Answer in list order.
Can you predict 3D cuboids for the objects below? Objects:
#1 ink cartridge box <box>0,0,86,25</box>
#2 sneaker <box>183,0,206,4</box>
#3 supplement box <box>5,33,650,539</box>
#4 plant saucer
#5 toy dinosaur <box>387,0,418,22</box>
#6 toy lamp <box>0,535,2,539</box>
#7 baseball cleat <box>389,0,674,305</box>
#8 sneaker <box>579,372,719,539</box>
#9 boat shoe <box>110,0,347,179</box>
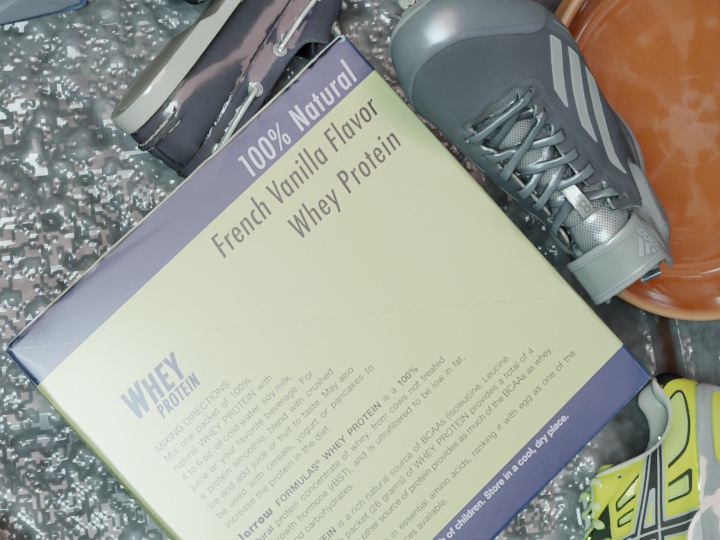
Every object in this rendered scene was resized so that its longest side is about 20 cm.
[{"bbox_3d":[-0.189,-0.237,0.784,0.076,0.136,0.202,-14,80,-14],"label":"ink cartridge box"},{"bbox_3d":[-0.121,-0.220,0.823,0.075,0.088,0.201,2,46,-51],"label":"sneaker"},{"bbox_3d":[-0.020,0.044,0.733,0.200,0.134,0.200,-44,92,-10],"label":"supplement box"},{"bbox_3d":[0.174,-0.076,0.828,0.198,0.032,0.203,-2,97,-19],"label":"plant saucer"},{"bbox_3d":[0.086,-0.173,0.783,0.105,0.181,0.201,-32,91,-24],"label":"toy dinosaur"},{"bbox_3d":[-0.200,0.100,0.750,0.200,0.058,0.058,44,75,3],"label":"toy lamp"},{"bbox_3d":[0.087,-0.048,0.694,0.070,0.199,0.107,-36,57,21],"label":"baseball cleat"},{"bbox_3d":[0.133,0.141,0.789,0.076,0.076,0.201,31,65,7],"label":"sneaker"},{"bbox_3d":[-0.041,-0.129,0.826,0.063,0.073,0.200,45,77,-16],"label":"boat shoe"}]
